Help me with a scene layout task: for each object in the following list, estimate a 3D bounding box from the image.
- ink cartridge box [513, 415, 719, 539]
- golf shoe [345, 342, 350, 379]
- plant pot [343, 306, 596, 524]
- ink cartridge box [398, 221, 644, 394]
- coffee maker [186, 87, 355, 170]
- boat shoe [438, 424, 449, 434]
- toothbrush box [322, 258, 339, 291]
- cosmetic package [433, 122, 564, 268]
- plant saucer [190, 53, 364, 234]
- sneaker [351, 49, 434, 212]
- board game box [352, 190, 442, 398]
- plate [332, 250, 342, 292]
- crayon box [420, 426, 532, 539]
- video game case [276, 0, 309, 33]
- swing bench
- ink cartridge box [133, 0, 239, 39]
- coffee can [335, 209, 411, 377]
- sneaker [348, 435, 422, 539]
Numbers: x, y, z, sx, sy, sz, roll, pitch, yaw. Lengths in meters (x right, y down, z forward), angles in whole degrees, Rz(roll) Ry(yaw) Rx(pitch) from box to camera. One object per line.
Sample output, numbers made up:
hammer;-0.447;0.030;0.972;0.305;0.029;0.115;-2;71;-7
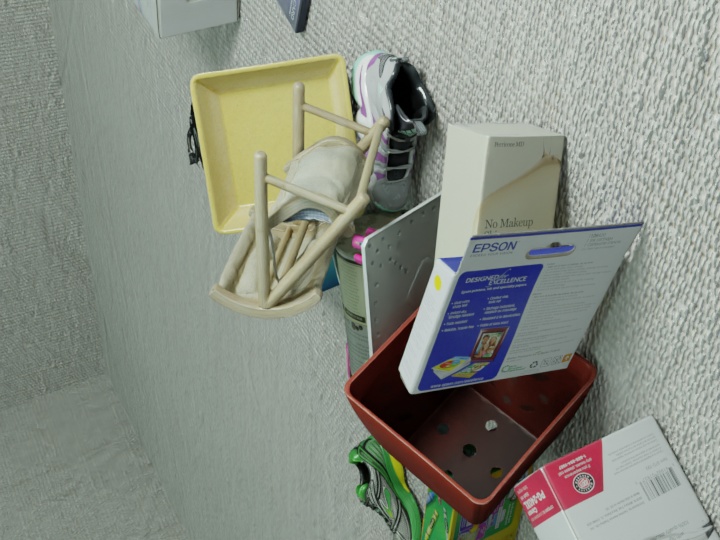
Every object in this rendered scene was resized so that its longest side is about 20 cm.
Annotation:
ink cartridge box;0.262;0.266;1.070;0.202;0.143;0.084;64;155;17
golf shoe;0.026;0.175;1.600;0.202;0.075;0.091;64;172;-19
plant pot;0.121;0.164;1.232;0.199;0.200;0.177;37;156;25
ink cartridge box;0.149;0.025;1.057;0.047;0.194;0.202;58;143;42
coffee maker;-0.129;-0.214;1.538;0.191;0.197;0.137;25;128;59
boat shoe;0.118;0.258;1.492;0.074;0.065;0.203;18;122;63
toothbrush box;-0.083;-0.088;1.657;0.147;0.084;0.203;47;150;44
cosmetic package;0.138;-0.045;1.127;0.073;0.102;0.204;30;121;54
plant saucer;-0.100;-0.159;1.389;0.049;0.196;0.204;-69;-28;-75
sneaker;0.047;-0.161;1.334;0.139;0.077;0.204;25;129;61
board game box;0.067;0.014;1.262;0.026;0.199;0.203;20;128;37
plate;0.000;0.000;1.524;0.200;0.025;0.204;-15;-89;-78
crayon box;0.144;0.295;1.392;0.058;0.117;0.202;50;148;40
video game case;-0.118;-0.459;1.567;0.202;0.019;0.144;60;155;25
swing bench;-0.067;-0.070;1.256;0.200;0.128;0.202;-74;6;-56
ink cartridge box;-0.301;-0.477;1.805;0.201;0.143;0.088;51;150;39
coffee can;0.047;0.045;1.394;0.146;0.144;0.203;34;137;55
sneaker;0.036;0.360;1.728;0.203;0.084;0.078;69;157;5
